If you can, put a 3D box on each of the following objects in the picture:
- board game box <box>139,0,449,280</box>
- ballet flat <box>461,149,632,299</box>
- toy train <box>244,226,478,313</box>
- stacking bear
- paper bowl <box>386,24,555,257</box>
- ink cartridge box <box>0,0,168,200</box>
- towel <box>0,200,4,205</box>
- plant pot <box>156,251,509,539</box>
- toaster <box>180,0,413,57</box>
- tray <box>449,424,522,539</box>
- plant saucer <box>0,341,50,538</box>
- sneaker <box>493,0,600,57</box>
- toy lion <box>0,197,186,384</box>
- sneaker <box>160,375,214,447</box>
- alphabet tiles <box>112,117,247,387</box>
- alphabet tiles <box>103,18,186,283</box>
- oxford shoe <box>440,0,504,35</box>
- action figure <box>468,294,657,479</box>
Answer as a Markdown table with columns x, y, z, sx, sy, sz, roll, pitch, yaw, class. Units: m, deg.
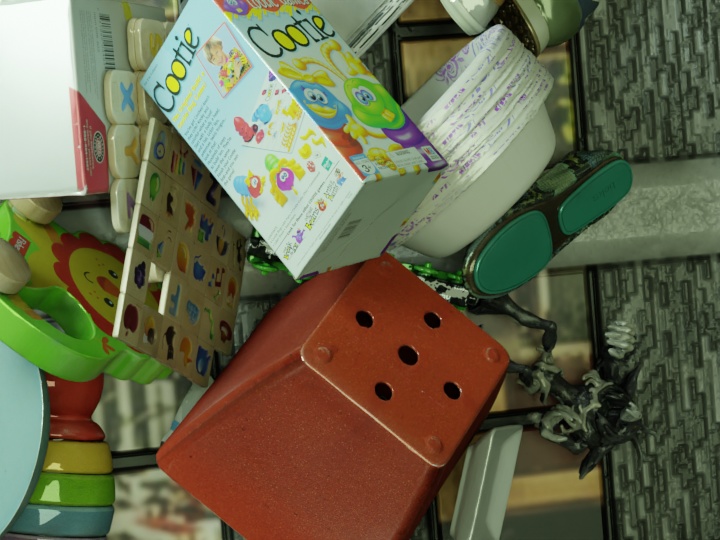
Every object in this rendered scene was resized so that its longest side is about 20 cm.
| x | y | z | sx | sy | sz | roll | pitch | yaw | class |
| --- | --- | --- | --- | --- | --- | --- | --- | --- | --- |
| -0.050 | -0.108 | 1.385 | 0.103 | 0.105 | 0.200 | -16 | 61 | -49 | board game box |
| 0.139 | -0.040 | 1.559 | 0.200 | 0.074 | 0.075 | -31 | 97 | -32 | ballet flat |
| 0.000 | 0.000 | 1.559 | 0.199 | 0.056 | 0.042 | 13 | 95 | -11 | toy train |
| -0.246 | 0.152 | 1.489 | 0.113 | 0.121 | 0.201 | 7 | 87 | -44 | stacking bear |
| 0.074 | -0.090 | 1.498 | 0.201 | 0.201 | 0.104 | -45 | 98 | -7 | paper bowl |
| -0.211 | -0.129 | 1.440 | 0.083 | 0.200 | 0.146 | -4 | 93 | 16 | ink cartridge box |
| -0.357 | -0.101 | 1.502 | 0.200 | 0.032 | 0.191 | -45 | 98 | -8 | towel |
| -0.002 | 0.106 | 1.448 | 0.200 | 0.176 | 0.200 | 39 | 49 | -2 | plant pot |
| -0.039 | -0.231 | 1.521 | 0.129 | 0.114 | 0.200 | 45 | 81 | -12 | toaster |
| 0.100 | 0.175 | 1.519 | 0.022 | 0.200 | 0.108 | 11 | 89 | 12 | tray |
| -0.301 | 0.125 | 1.457 | 0.027 | 0.199 | 0.201 | 15 | 88 | -49 | plant saucer |
| 0.131 | -0.281 | 1.580 | 0.090 | 0.067 | 0.201 | -28 | 93 | -22 | sneaker |
| -0.217 | 0.023 | 1.448 | 0.191 | 0.200 | 0.069 | 40 | 110 | -14 | toy lion |
| -0.057 | 0.137 | 1.546 | 0.199 | 0.075 | 0.087 | 20 | 82 | -11 | sneaker |
| -0.133 | -0.005 | 1.466 | 0.008 | 0.200 | 0.168 | 3 | 75 | 20 | alphabet tiles |
| -0.151 | -0.093 | 1.465 | 0.015 | 0.196 | 0.201 | -3 | 92 | 16 | alphabet tiles |
| 0.065 | -0.284 | 1.536 | 0.058 | 0.075 | 0.201 | -34 | 71 | 18 | oxford shoe |
| 0.175 | 0.094 | 1.573 | 0.199 | 0.102 | 0.119 | 34 | 73 | -8 | action figure |
